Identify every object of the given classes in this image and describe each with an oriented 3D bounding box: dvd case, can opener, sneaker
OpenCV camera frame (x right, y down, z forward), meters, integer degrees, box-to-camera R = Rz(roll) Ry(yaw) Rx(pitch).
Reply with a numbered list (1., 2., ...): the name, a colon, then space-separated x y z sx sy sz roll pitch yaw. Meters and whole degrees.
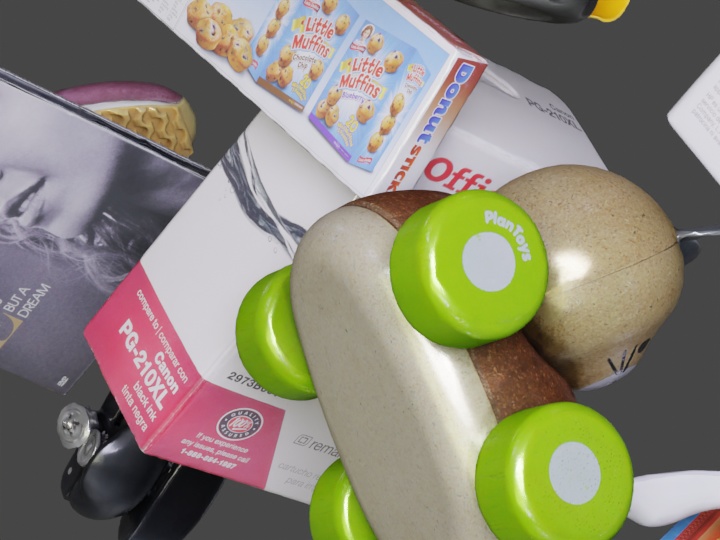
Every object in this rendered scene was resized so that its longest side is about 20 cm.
1. dvd case: -0.180 -0.027 1.212 0.199 0.016 0.149 26 120 -31
2. can opener: -0.085 0.040 1.250 0.063 0.078 0.201 45 112 51
3. sneaker: -0.179 -0.061 1.256 0.199 0.090 0.075 -18 134 0

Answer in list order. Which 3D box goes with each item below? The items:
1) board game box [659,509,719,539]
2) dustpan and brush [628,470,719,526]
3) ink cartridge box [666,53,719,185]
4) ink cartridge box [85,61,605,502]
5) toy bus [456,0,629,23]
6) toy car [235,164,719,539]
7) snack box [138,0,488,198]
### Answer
1. board game box: 0.201 0.176 1.075 0.196 0.200 0.056 40 114 11
2. dustpan and brush: 0.186 0.092 1.036 0.140 0.199 0.058 119 134 -58
3. ink cartridge box: 0.245 -0.080 1.056 0.200 0.086 0.147 -48 52 19
4. ink cartridge box: 0.000 0.000 1.141 0.200 0.144 0.085 -49 47 20
5. toy bus: 0.000 -0.184 0.991 0.191 0.199 0.137 13 89 38
6. toy car: 0.081 0.024 1.017 0.164 0.199 0.159 -21 92 60
7. snack box: -0.034 -0.109 1.067 0.200 0.024 0.072 42 107 35
